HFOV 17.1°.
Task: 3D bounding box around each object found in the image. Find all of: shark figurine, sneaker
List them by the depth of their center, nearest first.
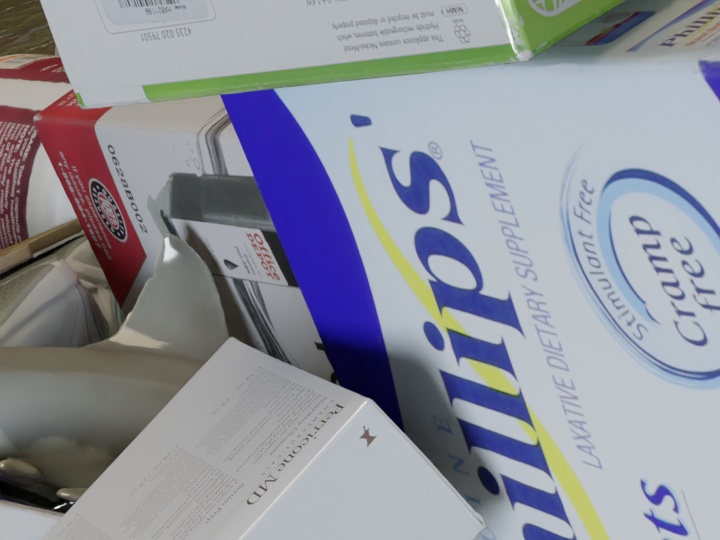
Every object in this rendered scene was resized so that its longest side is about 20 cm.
[{"bbox_3d":[-0.081,0.026,0.691,0.214,0.090,0.128,19,-9,-18],"label":"shark figurine"},{"bbox_3d":[-0.107,0.038,0.804,0.070,0.080,0.200,-24,4,10],"label":"sneaker"}]

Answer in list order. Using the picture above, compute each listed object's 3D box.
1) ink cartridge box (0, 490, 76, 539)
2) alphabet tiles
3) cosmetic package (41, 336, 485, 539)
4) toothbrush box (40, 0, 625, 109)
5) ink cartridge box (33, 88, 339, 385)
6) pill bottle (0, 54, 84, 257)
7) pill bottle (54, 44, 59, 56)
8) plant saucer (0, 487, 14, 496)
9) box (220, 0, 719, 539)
[{"bbox_3d":[-0.100,0.085,0.699,0.099,0.039,0.200,19,-7,-36],"label":"ink cartridge box"},{"bbox_3d":[-0.194,0.026,0.869,0.166,0.006,0.200,-28,6,-28],"label":"alphabet tiles"},{"bbox_3d":[-0.066,0.110,0.554,0.200,0.051,0.083,-47,23,-11],"label":"cosmetic package"},{"bbox_3d":[0.034,-0.116,0.553,0.146,0.086,0.200,-1,26,46],"label":"toothbrush box"},{"bbox_3d":[0.000,0.000,0.742,0.083,0.147,0.200,-33,21,-26],"label":"ink cartridge box"},{"bbox_3d":[-0.101,-0.030,0.987,0.114,0.114,0.200,-29,20,-25],"label":"pill bottle"},{"bbox_3d":[-0.040,-0.105,1.145,0.200,0.112,0.112,-5,24,38],"label":"pill bottle"},{"bbox_3d":[-0.223,0.093,0.849,0.200,0.035,0.200,-14,27,7],"label":"plant saucer"},{"bbox_3d":[0.090,0.015,0.550,0.105,0.184,0.200,-33,22,-31],"label":"box"}]
